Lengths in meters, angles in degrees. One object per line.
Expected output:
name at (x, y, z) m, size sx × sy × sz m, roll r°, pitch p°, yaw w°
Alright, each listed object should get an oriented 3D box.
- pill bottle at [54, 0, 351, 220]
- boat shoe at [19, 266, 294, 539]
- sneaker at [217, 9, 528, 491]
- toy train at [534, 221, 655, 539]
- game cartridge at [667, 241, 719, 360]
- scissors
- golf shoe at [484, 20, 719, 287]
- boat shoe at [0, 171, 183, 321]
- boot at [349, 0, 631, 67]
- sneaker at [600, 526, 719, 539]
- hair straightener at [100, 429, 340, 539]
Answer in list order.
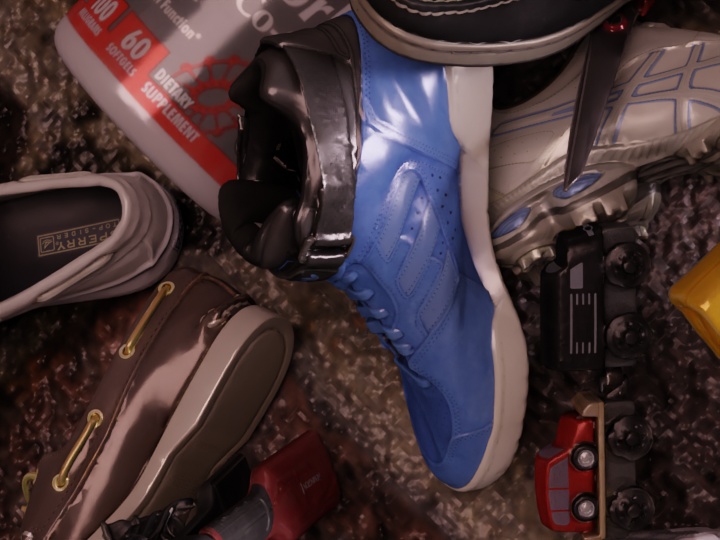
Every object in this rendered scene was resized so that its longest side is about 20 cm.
pill bottle at (-0.021, -0.126, 0.832) m, size 0.200 × 0.116 × 0.116 m, roll -44°, pitch 72°, yaw 3°
boat shoe at (-0.105, 0.092, 0.845) m, size 0.059 × 0.072 × 0.201 m, roll 31°, pitch 86°, yaw 25°
sneaker at (-0.001, 0.000, 0.779) m, size 0.077 × 0.111 × 0.201 m, roll 24°, pitch 124°, yaw 57°
toy train at (0.089, 0.081, 0.779) m, size 0.045 × 0.034 × 0.201 m, roll -2°, pitch 97°, yaw -5°
game cartridge at (0.235, 0.008, 0.700) m, size 0.200 × 0.032 × 0.176 m, roll -42°, pitch 100°, yaw -4°
scissors at (0.096, -0.105, 0.793) m, size 0.073 × 0.014 × 0.200 m, roll 26°, pitch 54°, yaw 16°
golf shoe at (0.128, -0.076, 0.805) m, size 0.199 × 0.078 × 0.098 m, roll -25°, pitch 68°, yaw 10°
boat shoe at (-0.178, -0.001, 0.883) m, size 0.199 × 0.066 × 0.072 m, roll -11°, pitch 78°, yaw 14°
boot at (0.093, -0.163, 0.726) m, size 0.203 × 0.154 × 0.074 m, roll -20°, pitch 57°, yaw -26°
sneaker at (0.130, 0.132, 0.727) m, size 0.199 × 0.075 × 0.083 m, roll -14°, pitch 87°, yaw -3°
hair straightener at (-0.066, 0.109, 0.765) m, size 0.077 × 0.200 × 0.041 m, roll -18°, pitch 98°, yaw 15°
